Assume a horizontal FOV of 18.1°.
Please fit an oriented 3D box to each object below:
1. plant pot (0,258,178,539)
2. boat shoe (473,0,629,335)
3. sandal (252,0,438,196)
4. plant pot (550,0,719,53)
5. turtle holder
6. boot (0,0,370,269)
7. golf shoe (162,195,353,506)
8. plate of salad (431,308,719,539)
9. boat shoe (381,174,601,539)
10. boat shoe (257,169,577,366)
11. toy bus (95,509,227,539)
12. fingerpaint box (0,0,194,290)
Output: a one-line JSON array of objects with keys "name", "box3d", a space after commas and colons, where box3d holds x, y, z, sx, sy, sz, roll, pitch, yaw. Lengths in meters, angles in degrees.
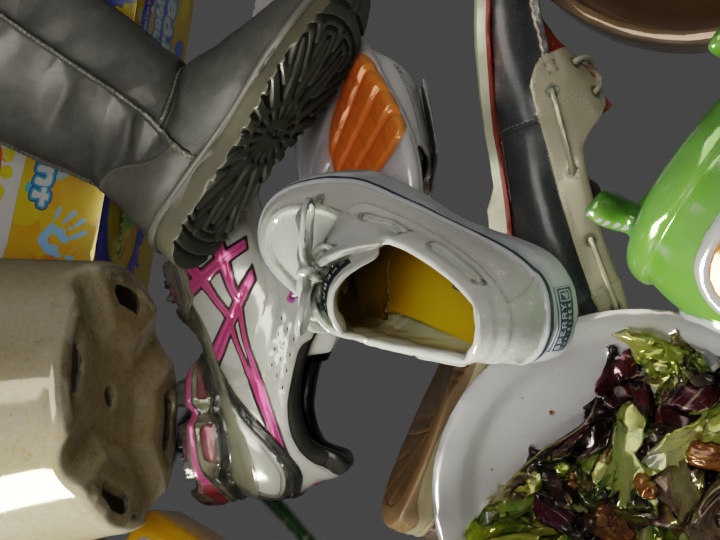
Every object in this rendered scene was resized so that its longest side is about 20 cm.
[{"name": "plant pot", "box3d": [-0.199, 0.069, 1.128, 0.182, 0.200, 0.202, -7, 80, 20]}, {"name": "boat shoe", "box3d": [0.087, -0.066, 1.052, 0.062, 0.071, 0.201, -5, 90, 8]}, {"name": "sandal", "box3d": [0.004, -0.081, 1.158, 0.079, 0.059, 0.207, -45, 48, 34]}, {"name": "plant pot", "box3d": [0.167, -0.199, 1.099, 0.200, 0.093, 0.202, -2, 83, 18]}, {"name": "turtle holder", "box3d": [0.195, -0.025, 1.007, 0.132, 0.186, 0.141, 39, 87, 16]}, {"name": "boot", "box3d": [-0.118, -0.118, 1.129, 0.200, 0.073, 0.182, 37, 87, 25]}, {"name": "golf shoe", "box3d": [-0.051, 0.017, 1.160, 0.092, 0.073, 0.201, -8, 89, 14]}, {"name": "plate of salad", "box3d": [0.131, 0.113, 1.053, 0.199, 0.048, 0.201, 4, 113, 9]}, {"name": "boat shoe", "box3d": [0.082, 0.048, 1.117, 0.072, 0.072, 0.201, 26, 80, -9]}, {"name": "boat shoe", "box3d": [0.000, 0.005, 1.038, 0.202, 0.086, 0.075, 24, 115, 45]}, {"name": "toy bus", "box3d": [-0.071, 0.184, 1.143, 0.199, 0.065, 0.079, 29, 93, 20]}, {"name": "fingerpaint box", "box3d": [-0.185, -0.099, 1.217, 0.166, 0.073, 0.201, 7, 85, 21]}]
